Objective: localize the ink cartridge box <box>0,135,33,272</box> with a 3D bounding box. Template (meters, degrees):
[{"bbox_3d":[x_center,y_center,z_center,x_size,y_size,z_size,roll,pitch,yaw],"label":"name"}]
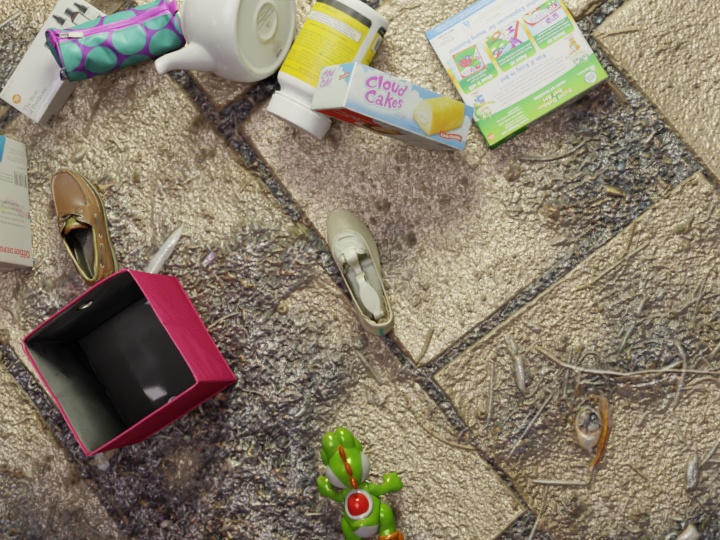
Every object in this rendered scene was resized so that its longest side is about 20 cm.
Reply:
[{"bbox_3d":[-0.603,-0.099,1.817,0.145,0.147,0.201,-6,85,9],"label":"ink cartridge box"}]

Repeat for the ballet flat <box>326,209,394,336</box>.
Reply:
[{"bbox_3d":[0.000,0.000,1.746,0.069,0.069,0.201,-24,83,8],"label":"ballet flat"}]

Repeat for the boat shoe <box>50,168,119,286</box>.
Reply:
[{"bbox_3d":[-0.428,-0.071,1.824,0.072,0.068,0.200,-27,82,9],"label":"boat shoe"}]

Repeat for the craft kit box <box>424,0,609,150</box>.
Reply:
[{"bbox_3d":[0.228,-0.312,1.735,0.200,0.049,0.198,-29,80,7],"label":"craft kit box"}]

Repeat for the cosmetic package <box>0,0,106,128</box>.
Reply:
[{"bbox_3d":[-0.475,-0.331,1.856,0.082,0.051,0.200,33,93,11],"label":"cosmetic package"}]

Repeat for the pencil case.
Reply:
[{"bbox_3d":[-0.369,-0.351,1.792,0.199,0.092,0.085,-20,70,-11],"label":"pencil case"}]

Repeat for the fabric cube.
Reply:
[{"bbox_3d":[-0.332,0.131,1.731,0.196,0.199,0.200,-34,82,7],"label":"fabric cube"}]

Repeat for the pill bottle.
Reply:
[{"bbox_3d":[-0.052,-0.302,1.747,0.114,0.114,0.200,28,92,10],"label":"pill bottle"}]

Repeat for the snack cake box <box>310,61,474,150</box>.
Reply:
[{"bbox_3d":[0.045,-0.230,1.679,0.199,0.115,0.067,16,90,-27],"label":"snack cake box"}]

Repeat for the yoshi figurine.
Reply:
[{"bbox_3d":[-0.006,0.318,1.730,0.112,0.112,0.201,-9,102,49],"label":"yoshi figurine"}]

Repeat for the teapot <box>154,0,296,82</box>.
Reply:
[{"bbox_3d":[-0.196,-0.380,1.753,0.146,0.200,0.198,14,104,28],"label":"teapot"}]
